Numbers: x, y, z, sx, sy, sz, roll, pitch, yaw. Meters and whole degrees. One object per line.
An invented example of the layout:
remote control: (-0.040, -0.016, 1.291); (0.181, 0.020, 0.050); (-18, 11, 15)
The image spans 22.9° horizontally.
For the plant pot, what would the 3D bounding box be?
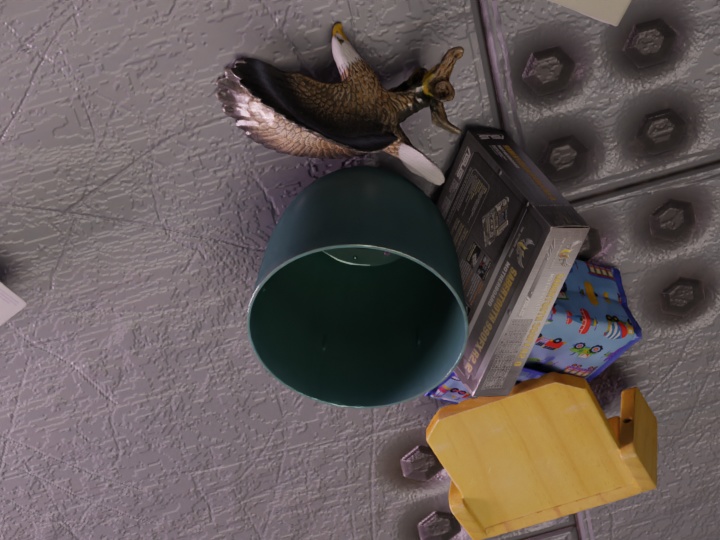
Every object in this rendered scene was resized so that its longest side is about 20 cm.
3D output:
plant pot: (0.000, 0.000, 1.648); (0.199, 0.162, 0.202); (1, 132, 2)

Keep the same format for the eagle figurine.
eagle figurine: (-0.019, -0.148, 1.581); (0.199, 0.151, 0.152); (-15, 137, -14)

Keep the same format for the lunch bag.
lunch bag: (0.160, 0.079, 1.802); (0.150, 0.095, 0.200); (11, 135, -29)

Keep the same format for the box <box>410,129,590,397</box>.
box: (0.121, -0.007, 1.679); (0.048, 0.159, 0.201); (-1, 127, -34)

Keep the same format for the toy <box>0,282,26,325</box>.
toy: (-0.425, 0.041, 1.676); (0.200, 0.047, 0.115); (-36, 127, 18)

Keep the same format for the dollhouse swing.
dollhouse swing: (0.177, 0.153, 1.803); (0.199, 0.182, 0.177); (-20, 112, 19)

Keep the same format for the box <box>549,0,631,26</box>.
box: (0.201, -0.331, 1.489); (0.108, 0.128, 0.201); (16, 120, -21)
